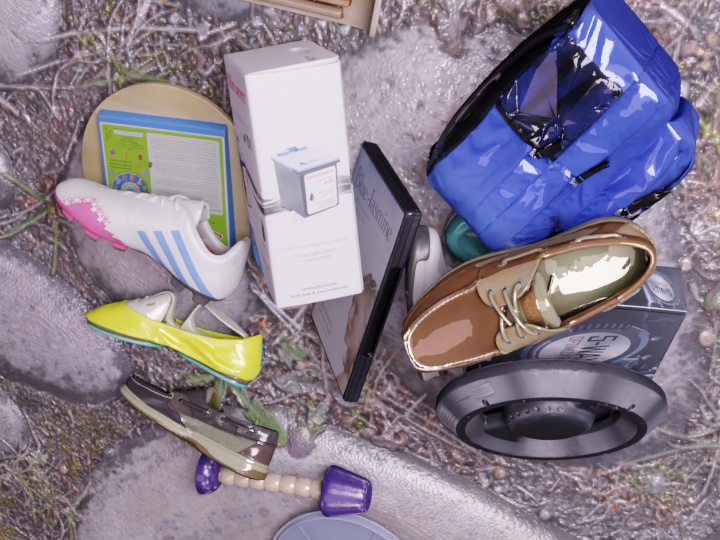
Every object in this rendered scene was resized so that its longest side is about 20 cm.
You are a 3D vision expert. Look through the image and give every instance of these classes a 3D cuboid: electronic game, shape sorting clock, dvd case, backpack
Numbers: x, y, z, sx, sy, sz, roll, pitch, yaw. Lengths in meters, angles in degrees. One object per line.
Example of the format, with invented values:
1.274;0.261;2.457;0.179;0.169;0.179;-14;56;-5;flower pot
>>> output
0.164;0.121;0.798;0.196;0.042;0.201;2;152;1;electronic game
-0.189;-0.093;0.925;0.197;0.039;0.203;7;118;13;shape sorting clock
0.000;0.000;0.859;0.017;0.143;0.202;7;119;-21;dvd case
0.160;-0.101;0.743;0.200;0.162;0.169;-40;86;30;backpack

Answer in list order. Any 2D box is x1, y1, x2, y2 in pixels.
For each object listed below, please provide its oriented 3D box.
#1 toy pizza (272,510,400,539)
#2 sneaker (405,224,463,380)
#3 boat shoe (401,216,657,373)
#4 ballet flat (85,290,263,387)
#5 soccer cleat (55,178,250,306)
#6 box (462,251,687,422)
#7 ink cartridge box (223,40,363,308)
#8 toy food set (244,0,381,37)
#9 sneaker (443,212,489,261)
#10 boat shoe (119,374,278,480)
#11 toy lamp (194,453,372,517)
-0.015;0.360;1.072;0.197;0.032;0.203;7;114;15;toy pizza
0.102;0.027;0.857;0.113;0.076;0.202;-5;140;7;sneaker
0.122;0.017;0.668;0.198;0.074;0.076;-27;94;6;boat shoe
-0.195;0.060;0.987;0.197;0.067;0.068;21;96;4;ballet flat
-0.197;-0.050;0.895;0.198;0.070;0.087;32;109;-5;soccer cleat
0.174;0.066;0.797;0.157;0.044;0.201;5;144;2;box
-0.060;-0.090;0.818;0.085;0.147;0.203;-12;111;-11;ink cartridge box
-0.066;-0.294;0.791;0.197;0.060;0.145;16;116;10;toy food set
0.169;-0.005;0.835;0.197;0.080;0.078;22;117;7;sneaker
-0.176;0.161;1.018;0.199;0.072;0.067;26;80;21;boat shoe
-0.085;0.238;1.028;0.197;0.058;0.059;7;114;15;toy lamp
